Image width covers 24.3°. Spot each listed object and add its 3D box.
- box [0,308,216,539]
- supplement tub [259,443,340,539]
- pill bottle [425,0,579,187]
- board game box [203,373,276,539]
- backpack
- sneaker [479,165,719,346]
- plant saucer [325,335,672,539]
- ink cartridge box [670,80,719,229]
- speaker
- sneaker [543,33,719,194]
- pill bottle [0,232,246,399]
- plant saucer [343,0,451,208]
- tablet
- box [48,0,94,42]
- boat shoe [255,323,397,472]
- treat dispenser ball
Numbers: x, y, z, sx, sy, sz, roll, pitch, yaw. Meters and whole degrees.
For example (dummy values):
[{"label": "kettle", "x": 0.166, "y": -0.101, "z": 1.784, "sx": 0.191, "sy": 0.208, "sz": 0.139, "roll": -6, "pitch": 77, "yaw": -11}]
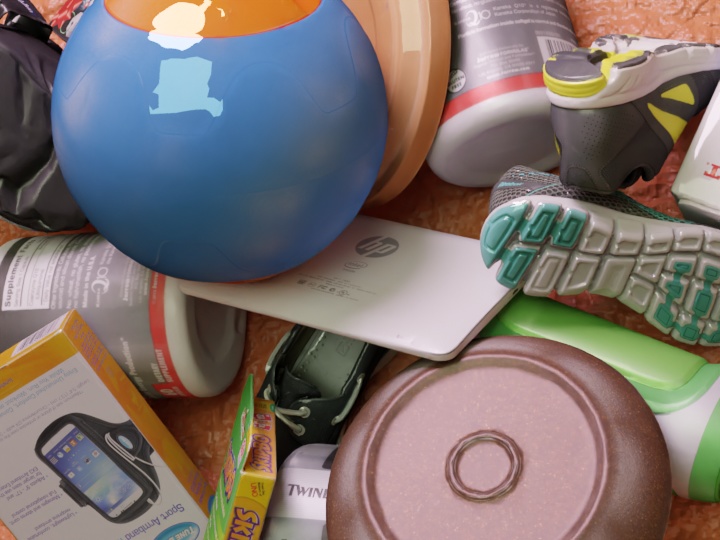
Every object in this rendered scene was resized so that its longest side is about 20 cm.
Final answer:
[{"label": "box", "x": -0.176, "y": 0.136, "z": 1.082, "sx": 0.119, "sy": 0.042, "sz": 0.200, "roll": -30, "pitch": 109, "yaw": 15}, {"label": "supplement tub", "x": 0.049, "y": 0.171, "z": 0.998, "sx": 0.199, "sy": 0.123, "sz": 0.123, "roll": 3, "pitch": 75, "yaw": 21}, {"label": "pill bottle", "x": 0.077, "y": -0.166, "z": 1.095, "sx": 0.115, "sy": 0.116, "sz": 0.201, "roll": -19, "pitch": 68, "yaw": 13}, {"label": "board game box", "x": -0.082, "y": 0.170, "z": 1.017, "sx": 0.030, "sy": 0.096, "sz": 0.201, "roll": 10, "pitch": 112, "yaw": -8}, {"label": "backpack", "x": -0.240, "y": -0.106, "z": 1.150, "sx": 0.127, "sy": 0.200, "sz": 0.167, "roll": -42, "pitch": 108, "yaw": 0}, {"label": "sneaker", "x": 0.166, "y": -0.019, "z": 1.018, "sx": 0.199, "sy": 0.091, "sz": 0.078, "roll": 19, "pitch": 118, "yaw": -13}, {"label": "plant saucer", "x": 0.072, "y": 0.115, "z": 0.930, "sx": 0.199, "sy": 0.037, "sz": 0.201, "roll": -8, "pitch": 57, "yaw": 12}, {"label": "ink cartridge box", "x": 0.297, "y": -0.098, "z": 1.012, "sx": 0.144, "sy": 0.084, "sz": 0.201, "roll": 22, "pitch": 82, "yaw": 24}, {"label": "speaker", "x": 0.139, "y": 0.069, "z": 1.017, "sx": 0.199, "sy": 0.088, "sz": 0.089, "roll": 22, "pitch": 82, "yaw": 24}, {"label": "sneaker", "x": 0.163, "y": -0.096, "z": 1.017, "sx": 0.074, "sy": 0.200, "sz": 0.085, "roll": 12, "pitch": 107, "yaw": 33}, {"label": "pill bottle", "x": -0.188, "y": 0.032, "z": 1.131, "sx": 0.199, "sy": 0.114, "sz": 0.115, "roll": -4, "pitch": 73, "yaw": 19}, {"label": "plant saucer", "x": -0.007, "y": -0.141, "z": 1.095, "sx": 0.200, "sy": 0.032, "sz": 0.202, "roll": 3, "pitch": 94, "yaw": 60}, {"label": "tablet", "x": 0.000, "y": 0.000, "z": 1.040, "sx": 0.199, "sy": 0.014, "sz": 0.130, "roll": 14, "pitch": 35, "yaw": 30}, {"label": "box", "x": -0.133, "y": -0.188, "z": 1.172, "sx": 0.137, "sy": 0.040, "sz": 0.200, "roll": -53, "pitch": 38, "yaw": 0}, {"label": "boat shoe", "x": -0.033, "y": 0.074, "z": 1.091, "sx": 0.075, "sy": 0.060, "sz": 0.201, "roll": 27, "pitch": 84, "yaw": 25}, {"label": "treat dispenser ball", "x": -0.084, "y": -0.091, "z": 0.997, "sx": 0.200, "sy": 0.201, "sz": 0.202, "roll": -6, "pitch": 72, "yaw": 18}]
